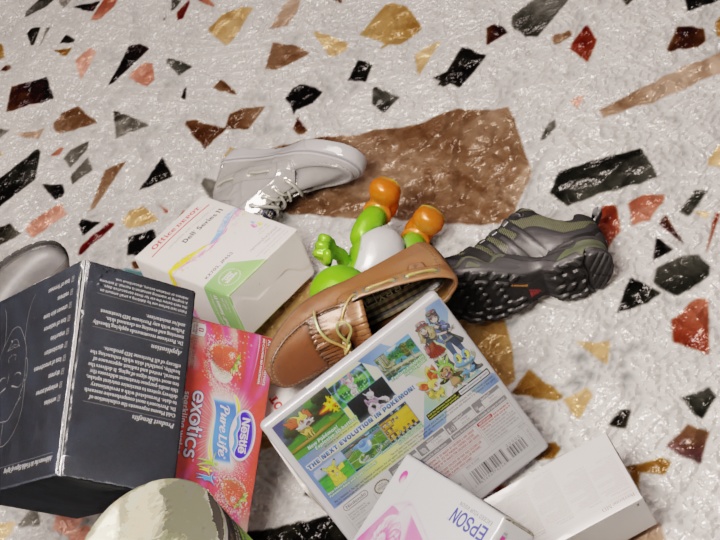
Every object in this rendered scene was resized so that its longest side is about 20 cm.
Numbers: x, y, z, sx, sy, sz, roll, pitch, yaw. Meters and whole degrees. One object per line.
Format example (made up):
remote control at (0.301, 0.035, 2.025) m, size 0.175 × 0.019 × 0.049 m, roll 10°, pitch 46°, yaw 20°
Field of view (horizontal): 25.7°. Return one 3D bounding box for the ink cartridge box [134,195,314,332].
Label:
ink cartridge box at (-0.163, -0.011, 1.734) m, size 0.200 × 0.067 × 0.117 m, roll 19°, pitch 54°, yaw 41°

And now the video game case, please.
video game case at (0.041, 0.150, 1.438) m, size 0.200 × 0.182 × 0.022 m, roll -37°, pitch 10°, yaw -3°

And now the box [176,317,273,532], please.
box at (-0.157, 0.152, 1.506) m, size 0.095 × 0.100 × 0.201 m, roll -10°, pitch 68°, yaw 55°

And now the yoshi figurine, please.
yoshi figurine at (0.007, -0.004, 1.607) m, size 0.112 × 0.112 × 0.200 m, roll 5°, pitch 51°, yaw 41°

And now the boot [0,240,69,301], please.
boot at (-0.355, 0.072, 1.596) m, size 0.200 × 0.070 × 0.132 m, roll -43°, pitch 47°, yaw 7°

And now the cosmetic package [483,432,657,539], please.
cosmetic package at (0.151, 0.230, 1.383) m, size 0.200 × 0.051 × 0.083 m, roll -30°, pitch 41°, yaw 5°

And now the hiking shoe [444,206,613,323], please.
hiking shoe at (0.150, -0.011, 1.577) m, size 0.199 × 0.076 × 0.101 m, roll -8°, pitch 41°, yaw 8°

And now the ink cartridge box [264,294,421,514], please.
ink cartridge box at (0.013, 0.129, 1.524) m, size 0.200 × 0.083 × 0.147 m, roll -37°, pitch 43°, yaw -3°

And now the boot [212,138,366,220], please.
boot at (-0.086, -0.088, 1.784) m, size 0.200 × 0.074 × 0.096 m, roll -3°, pitch 58°, yaw 38°

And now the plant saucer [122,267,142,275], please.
plant saucer at (-0.208, 0.043, 1.772) m, size 0.200 × 0.019 × 0.070 m, roll 11°, pitch 60°, yaw 35°

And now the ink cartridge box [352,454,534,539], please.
ink cartridge box at (0.038, 0.270, 1.329) m, size 0.200 × 0.043 × 0.196 m, roll -57°, pitch 24°, yaw -6°

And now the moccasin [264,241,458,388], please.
moccasin at (0.001, 0.051, 1.493) m, size 0.201 × 0.074 × 0.078 m, roll -26°, pitch 32°, yaw -5°

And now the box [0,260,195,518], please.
box at (-0.261, 0.117, 1.470) m, size 0.200 × 0.124 × 0.197 m, roll -20°, pitch 59°, yaw 52°

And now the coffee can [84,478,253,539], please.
coffee can at (-0.138, 0.295, 1.389) m, size 0.146 × 0.200 × 0.147 m, roll -16°, pitch 48°, yaw 18°
